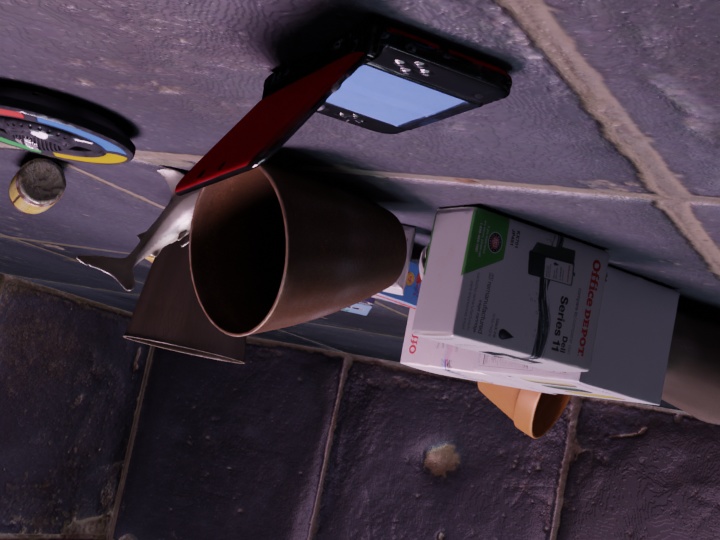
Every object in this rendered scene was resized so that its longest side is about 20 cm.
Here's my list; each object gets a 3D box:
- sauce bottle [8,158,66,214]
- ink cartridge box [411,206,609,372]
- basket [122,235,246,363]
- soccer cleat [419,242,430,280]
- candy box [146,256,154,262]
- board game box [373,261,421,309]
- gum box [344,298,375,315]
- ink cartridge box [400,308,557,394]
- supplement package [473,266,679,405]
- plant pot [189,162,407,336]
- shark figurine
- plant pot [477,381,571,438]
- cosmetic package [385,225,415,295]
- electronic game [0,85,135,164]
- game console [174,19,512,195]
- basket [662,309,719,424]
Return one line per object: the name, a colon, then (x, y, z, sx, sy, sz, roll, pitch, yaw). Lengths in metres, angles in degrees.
sauce bottle: (-0.440, -0.109, 1.561, 0.065, 0.065, 0.200, 15, 173, -22)
ink cartridge box: (0.172, 0.025, 1.301, 0.200, 0.147, 0.083, 15, 171, -30)
basket: (-0.217, 0.011, 1.574, 0.180, 0.200, 0.136, 18, 169, -43)
soccer cleat: (0.102, -0.007, 1.402, 0.069, 0.085, 0.200, -13, -159, 7)
candy box: (-0.249, -0.016, 1.950, 0.200, 0.057, 0.117, 10, 171, 7)
board game box: (0.000, 0.000, 1.609, 0.196, 0.056, 0.200, 14, 176, 44)
gum box: (-0.061, 0.034, 2.059, 0.170, 0.045, 0.200, 12, 173, -1)
ink cartridge box: (0.187, 0.089, 1.716, 0.200, 0.147, 0.145, 7, 171, 35)
supplement package: (0.277, 0.081, 1.508, 0.152, 0.151, 0.200, 18, 170, -32)
plant pot: (-0.053, -0.025, 1.267, 0.200, 0.187, 0.187, 0, -179, -39)
shark figurine: (-0.230, -0.072, 1.387, 0.090, 0.214, 0.128, 53, -167, -15)
plant pot: (0.316, 0.197, 2.199, 0.140, 0.200, 0.200, 27, 179, 26)
cosmetic package: (-0.037, -0.030, 1.450, 0.200, 0.083, 0.051, 11, 172, 5)
electronic game: (-0.335, -0.147, 1.216, 0.200, 0.042, 0.200, 12, 172, 2)
game console: (-0.017, -0.096, 0.838, 0.172, 0.119, 0.200, 16, 172, -24)
basket: (0.443, 0.121, 1.590, 0.200, 0.136, 0.180, 22, 167, -35)
